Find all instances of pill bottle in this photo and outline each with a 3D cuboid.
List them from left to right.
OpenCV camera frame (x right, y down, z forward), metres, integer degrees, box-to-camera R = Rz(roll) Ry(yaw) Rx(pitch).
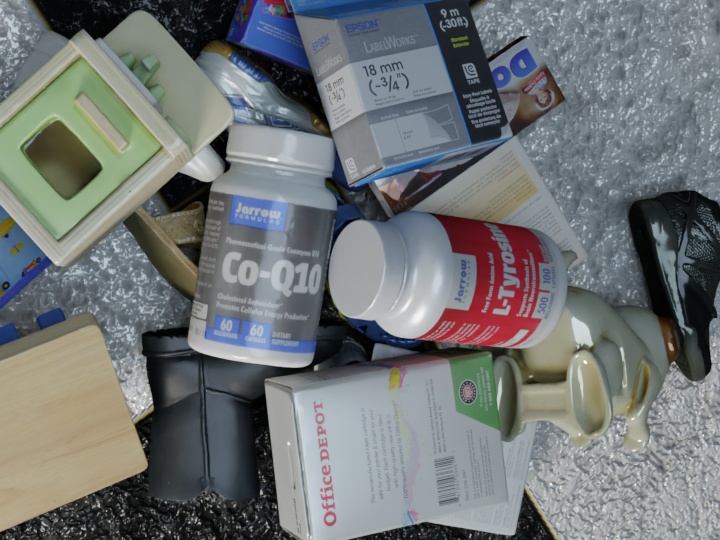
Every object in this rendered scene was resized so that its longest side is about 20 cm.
[{"bbox_3d":[-0.082,-0.023,1.312,0.113,0.114,0.201,8,93,-18],"label":"pill bottle"},{"bbox_3d":[0.077,0.008,1.328,0.200,0.112,0.113,6,97,-35],"label":"pill bottle"}]

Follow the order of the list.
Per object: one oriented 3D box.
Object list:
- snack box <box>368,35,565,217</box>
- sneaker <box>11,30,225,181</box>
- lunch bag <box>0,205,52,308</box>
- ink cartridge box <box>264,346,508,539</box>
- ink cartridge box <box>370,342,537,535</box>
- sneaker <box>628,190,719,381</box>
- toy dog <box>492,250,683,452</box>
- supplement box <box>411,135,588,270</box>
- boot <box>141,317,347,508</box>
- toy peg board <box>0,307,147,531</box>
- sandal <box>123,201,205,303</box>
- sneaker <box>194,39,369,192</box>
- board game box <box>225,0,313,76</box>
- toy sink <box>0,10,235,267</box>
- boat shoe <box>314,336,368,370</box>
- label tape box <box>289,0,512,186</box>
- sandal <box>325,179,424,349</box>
[{"bbox_3d":[0.091,-0.133,1.382,0.200,0.024,0.072,-35,105,-10],"label":"snack box"},{"bbox_3d":[-0.219,-0.124,1.343,0.200,0.075,0.089,34,86,-9],"label":"sneaker"},{"bbox_3d":[-0.341,-0.048,1.316,0.200,0.094,0.151,-42,107,-18],"label":"lunch bag"},{"bbox_3d":[0.023,0.157,1.372,0.199,0.087,0.146,-9,95,-23],"label":"ink cartridge box"},{"bbox_3d":[0.076,0.165,1.471,0.199,0.047,0.161,14,87,-25],"label":"ink cartridge box"},{"bbox_3d":[0.353,0.011,1.536,0.114,0.076,0.200,-16,98,-7],"label":"sneaker"},{"bbox_3d":[0.225,0.085,1.460,0.200,0.139,0.195,4,73,-49],"label":"toy dog"},{"bbox_3d":[0.113,-0.061,1.451,0.126,0.074,0.200,-35,106,-10],"label":"supplement box"},{"bbox_3d":[-0.107,0.133,1.414,0.199,0.076,0.169,-6,97,-9],"label":"boot"},{"bbox_3d":[-0.312,0.118,1.304,0.200,0.098,0.200,-22,137,-12],"label":"toy peg board"},{"bbox_3d":[-0.172,-0.043,1.367,0.212,0.078,0.070,43,68,-26],"label":"sandal"},{"bbox_3d":[-0.080,-0.125,1.391,0.200,0.075,0.088,36,97,-11],"label":"sneaker"},{"bbox_3d":[-0.009,-0.239,1.387,0.200,0.045,0.135,20,93,-26],"label":"board game box"},{"bbox_3d":[-0.216,-0.117,1.246,0.200,0.112,0.130,-41,92,-4],"label":"toy sink"},{"bbox_3d":[-0.007,0.166,1.459,0.073,0.062,0.201,-9,102,-17],"label":"boat shoe"},{"bbox_3d":[0.031,-0.188,1.305,0.144,0.063,0.201,-16,86,-32],"label":"label tape box"},{"bbox_3d":[0.000,0.000,1.422,0.079,0.087,0.200,-44,110,-8],"label":"sandal"}]
